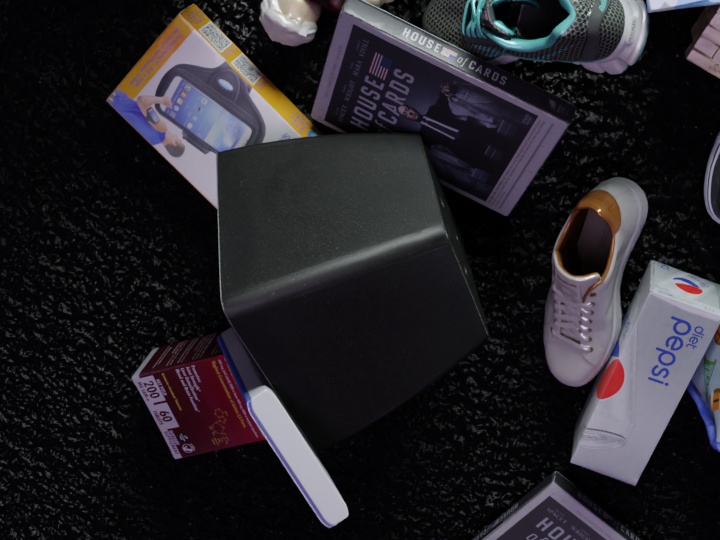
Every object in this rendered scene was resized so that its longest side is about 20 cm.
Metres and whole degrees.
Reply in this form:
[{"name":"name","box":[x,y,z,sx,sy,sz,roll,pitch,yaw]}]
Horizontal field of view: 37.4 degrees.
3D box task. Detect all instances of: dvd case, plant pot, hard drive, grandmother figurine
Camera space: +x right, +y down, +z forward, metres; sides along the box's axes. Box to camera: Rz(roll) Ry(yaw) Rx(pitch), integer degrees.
[{"name":"dvd case","box":[0.194,0.315,1.120,0.150,0.025,0.200,38,122,-6]},{"name":"plant pot","box":[0.000,0.000,0.904,0.176,0.200,0.200,-18,133,8]},{"name":"hard drive","box":[-0.074,0.132,0.944,0.025,0.200,0.132,-32,107,-6]},{"name":"grandmother figurine","box":[-0.015,-0.259,0.865,0.200,0.060,0.122,-45,72,33]},{"name":"dvd case","box":[0.062,-0.132,0.887,0.199,0.025,0.150,26,151,1]}]

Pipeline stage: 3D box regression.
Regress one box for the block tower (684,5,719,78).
[{"name":"block tower","box":[0.317,-0.235,0.782,0.054,0.058,0.201,29,119,-1]}]

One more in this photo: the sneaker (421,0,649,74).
[{"name":"sneaker","box":[0.113,-0.195,0.804,0.199,0.091,0.078,13,99,45]}]

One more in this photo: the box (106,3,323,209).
[{"name":"box","box":[-0.121,-0.128,0.972,0.200,0.042,0.119,45,120,-8]}]

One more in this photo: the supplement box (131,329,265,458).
[{"name":"supplement box","box":[-0.121,0.118,1.091,0.199,0.061,0.109,-16,112,21]}]

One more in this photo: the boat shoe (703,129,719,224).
[{"name":"boat shoe","box":[0.331,-0.112,0.833,0.072,0.071,0.201,23,122,3]}]

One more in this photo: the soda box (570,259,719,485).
[{"name":"soda box","box":[0.257,0.096,0.970,0.068,0.064,0.201,20,121,5]}]

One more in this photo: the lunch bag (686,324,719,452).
[{"name":"lunch bag","box":[0.405,0.080,0.891,0.199,0.124,0.171,13,121,-7]}]

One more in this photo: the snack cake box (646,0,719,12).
[{"name":"snack cake box","box":[0.225,-0.295,0.740,0.067,0.115,0.201,-3,116,17]}]

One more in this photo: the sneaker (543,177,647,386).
[{"name":"sneaker","box":[0.186,0.019,0.928,0.073,0.084,0.201,25,121,33]}]
